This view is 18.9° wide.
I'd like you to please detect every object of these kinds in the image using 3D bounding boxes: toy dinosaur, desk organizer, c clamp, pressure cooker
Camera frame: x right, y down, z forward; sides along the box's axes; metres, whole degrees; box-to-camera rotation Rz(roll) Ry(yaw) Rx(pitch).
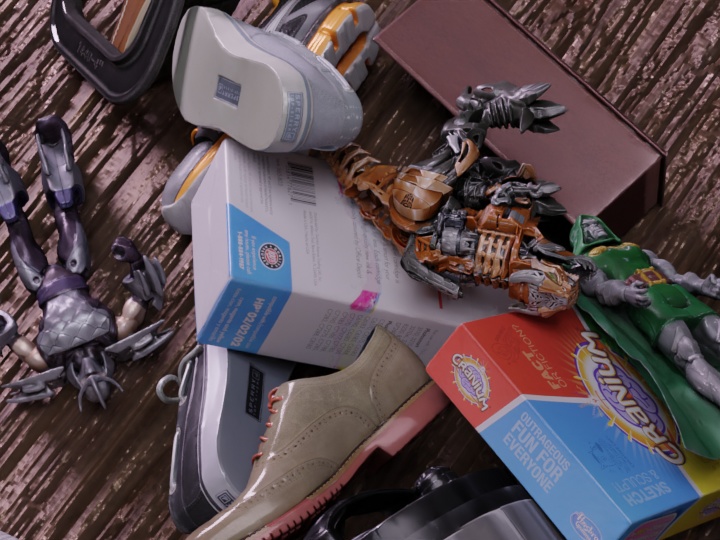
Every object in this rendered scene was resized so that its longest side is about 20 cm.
[{"bbox_3d":[0.058,-0.046,1.288,0.200,0.102,0.136,41,57,12],"label":"toy dinosaur"},{"bbox_3d":[0.102,-0.099,1.412,0.077,0.072,0.200,-41,68,-13],"label":"desk organizer"},{"bbox_3d":[-0.146,-0.198,1.422,0.200,0.027,0.172,33,108,53],"label":"c clamp"},{"bbox_3d":[0.054,0.206,1.208,0.178,0.176,0.201,-32,70,-14],"label":"pressure cooker"}]

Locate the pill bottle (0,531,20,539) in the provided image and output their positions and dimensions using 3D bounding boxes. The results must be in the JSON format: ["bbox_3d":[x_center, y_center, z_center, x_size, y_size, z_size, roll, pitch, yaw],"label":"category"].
[{"bbox_3d":[-0.220,0.209,1.258,0.199,0.113,0.113,23,67,13],"label":"pill bottle"}]

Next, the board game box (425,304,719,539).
[{"bbox_3d":[0.151,0.085,1.268,0.199,0.040,0.153,-11,54,-51],"label":"board game box"}]

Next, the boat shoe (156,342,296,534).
[{"bbox_3d":[-0.083,0.075,1.339,0.068,0.073,0.201,-29,43,32],"label":"boat shoe"}]

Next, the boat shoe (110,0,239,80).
[{"bbox_3d":[-0.114,-0.227,1.473,0.074,0.076,0.201,30,90,34],"label":"boat shoe"}]

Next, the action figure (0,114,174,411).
[{"bbox_3d":[-0.196,0.000,1.384,0.129,0.070,0.201,-17,67,-11],"label":"action figure"}]

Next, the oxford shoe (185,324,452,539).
[{"bbox_3d":[-0.039,0.108,1.248,0.200,0.070,0.075,-37,84,-29],"label":"oxford shoe"}]

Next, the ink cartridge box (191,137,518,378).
[{"bbox_3d":[0.000,0.000,1.336,0.198,0.068,0.116,12,48,-19],"label":"ink cartridge box"}]

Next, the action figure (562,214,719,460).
[{"bbox_3d":[0.180,0.027,1.267,0.117,0.055,0.200,-6,34,-32],"label":"action figure"}]

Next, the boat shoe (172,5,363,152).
[{"bbox_3d":[-0.059,-0.112,1.337,0.071,0.071,0.201,6,16,-27],"label":"boat shoe"}]

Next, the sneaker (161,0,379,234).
[{"bbox_3d":[-0.070,-0.105,1.429,0.077,0.079,0.200,26,64,29],"label":"sneaker"}]
